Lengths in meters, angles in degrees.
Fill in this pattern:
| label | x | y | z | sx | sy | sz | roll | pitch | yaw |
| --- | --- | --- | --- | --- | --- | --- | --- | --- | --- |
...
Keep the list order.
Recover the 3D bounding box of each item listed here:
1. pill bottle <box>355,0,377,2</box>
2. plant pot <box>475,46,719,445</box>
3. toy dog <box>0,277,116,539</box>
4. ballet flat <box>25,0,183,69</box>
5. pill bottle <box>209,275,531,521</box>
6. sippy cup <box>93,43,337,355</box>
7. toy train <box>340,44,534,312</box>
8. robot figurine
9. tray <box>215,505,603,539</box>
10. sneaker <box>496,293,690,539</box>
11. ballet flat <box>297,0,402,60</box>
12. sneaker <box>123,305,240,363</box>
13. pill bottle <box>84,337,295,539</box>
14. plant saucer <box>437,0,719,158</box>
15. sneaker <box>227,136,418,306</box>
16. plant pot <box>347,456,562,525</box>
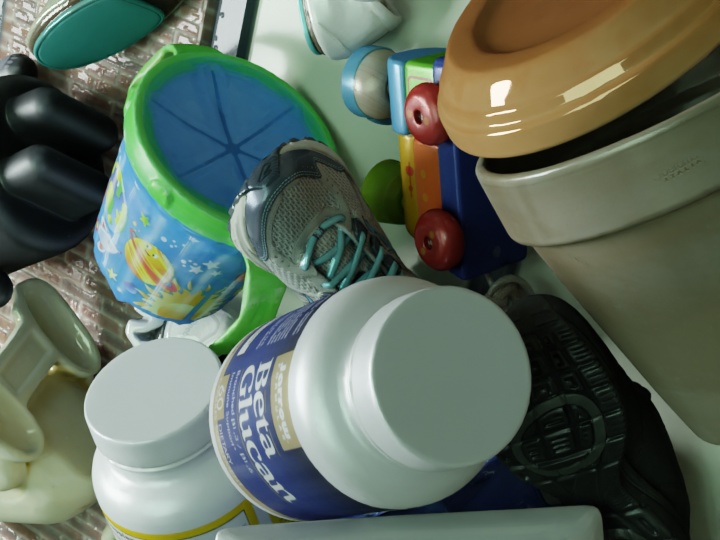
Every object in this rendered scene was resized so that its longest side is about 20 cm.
| label | x | y | z | sx | sy | sz | roll | pitch | yaw |
| --- | --- | --- | --- | --- | --- | --- | --- | --- | --- |
| pill bottle | 0.050 | -0.214 | 0.972 | 0.199 | 0.113 | 0.115 | -16 | 90 | 55 |
| plant pot | 0.180 | -0.018 | 0.911 | 0.199 | 0.200 | 0.175 | -20 | 104 | 38 |
| toy dog | -0.262 | 0.125 | 1.311 | 0.199 | 0.140 | 0.194 | -29 | 119 | 35 |
| ballet flat | -0.137 | -0.193 | 1.187 | 0.199 | 0.067 | 0.063 | -26 | 56 | 34 |
| pill bottle | 0.004 | 0.064 | 0.926 | 0.200 | 0.110 | 0.112 | -25 | 84 | 65 |
| sippy cup | -0.099 | -0.040 | 1.144 | 0.139 | 0.179 | 0.131 | 28 | 134 | -9 |
| toy train | 0.044 | -0.031 | 1.073 | 0.115 | 0.084 | 0.202 | 18 | 119 | 50 |
| robot figurine | -0.250 | -0.057 | 1.253 | 0.199 | 0.150 | 0.126 | -18 | 111 | 37 |
| tray | 0.029 | 0.176 | 0.929 | 0.022 | 0.197 | 0.109 | 142 | 126 | -81 |
| sneaker | 0.121 | 0.083 | 0.984 | 0.075 | 0.091 | 0.201 | -11 | 127 | 23 |
| ballet flat | -0.020 | -0.225 | 1.087 | 0.069 | 0.069 | 0.202 | -11 | 98 | 38 |
| sneaker | -0.112 | 0.112 | 1.221 | 0.080 | 0.075 | 0.202 | 12 | 108 | 25 |
| pill bottle | -0.096 | 0.141 | 1.136 | 0.112 | 0.113 | 0.201 | 15 | 139 | 33 |
| plant saucer | 0.116 | -0.135 | 0.918 | 0.199 | 0.201 | 0.038 | -19 | 121 | 38 |
| sneaker | 0.000 | 0.000 | 1.045 | 0.078 | 0.200 | 0.086 | -49 | 53 | -7 |
| plant pot | 0.050 | 0.214 | 1.049 | 0.199 | 0.179 | 0.202 | -27 | 83 | 37 |
